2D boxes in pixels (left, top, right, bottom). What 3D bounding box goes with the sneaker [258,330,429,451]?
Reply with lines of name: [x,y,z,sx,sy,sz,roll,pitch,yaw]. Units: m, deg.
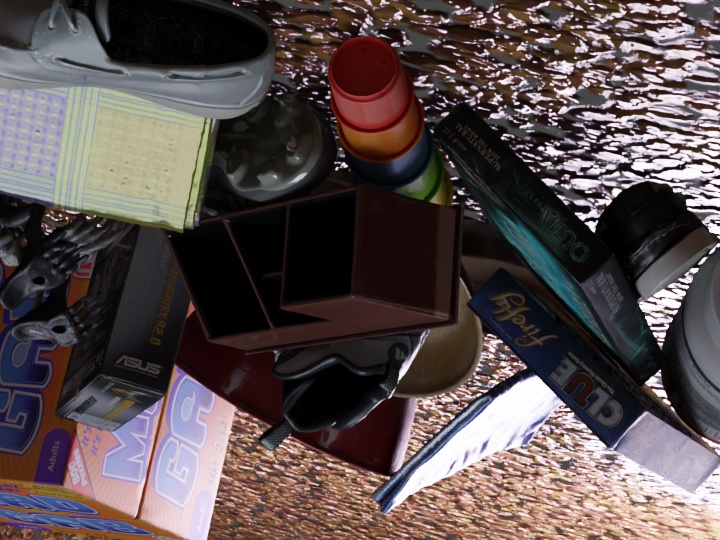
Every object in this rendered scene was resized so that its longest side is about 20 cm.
sneaker: [-0.041,0.056,1.531,0.078,0.140,0.200,39,148,-28]

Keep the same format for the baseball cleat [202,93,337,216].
baseball cleat: [-0.052,-0.061,1.472,0.106,0.070,0.200,31,168,-30]

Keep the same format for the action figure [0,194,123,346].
action figure: [-0.212,-0.042,1.576,0.102,0.200,0.119,-24,135,-3]

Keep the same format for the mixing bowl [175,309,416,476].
mixing bowl: [-0.032,0.056,1.752,0.200,0.108,0.200,29,-175,-3]

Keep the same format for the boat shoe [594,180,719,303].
boat shoe: [0.173,-0.018,1.468,0.060,0.074,0.200,52,-174,6]

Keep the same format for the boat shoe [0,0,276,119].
boat shoe: [-0.141,-0.134,1.293,0.201,0.070,0.072,11,155,-10]

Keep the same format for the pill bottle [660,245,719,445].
pill bottle: [0.254,0.039,1.511,0.114,0.114,0.200,11,165,3]

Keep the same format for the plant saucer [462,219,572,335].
plant saucer: [0.093,0.004,1.662,0.200,0.037,0.200,11,166,3]

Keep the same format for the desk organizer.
desk organizer: [-0.034,0.001,1.424,0.077,0.072,0.200,13,165,-38]

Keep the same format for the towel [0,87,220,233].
towel: [-0.176,-0.096,1.400,0.200,0.023,0.144,11,130,-3]

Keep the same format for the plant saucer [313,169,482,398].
plant saucer: [0.000,0.000,1.594,0.200,0.035,0.200,23,143,19]

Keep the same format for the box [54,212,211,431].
box: [-0.157,0.021,1.685,0.048,0.158,0.200,18,164,-13]

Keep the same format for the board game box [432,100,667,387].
board game box: [0.116,-0.012,1.441,0.135,0.028,0.200,47,178,26]

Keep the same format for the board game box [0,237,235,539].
board game box: [-0.238,0.098,1.949,0.200,0.200,0.200,2,162,32]

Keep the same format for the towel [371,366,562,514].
towel: [0.106,0.107,1.749,0.200,0.024,0.145,-22,159,-53]

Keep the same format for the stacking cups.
stacking cups: [0.012,-0.074,1.384,0.060,0.061,0.200,9,165,12]

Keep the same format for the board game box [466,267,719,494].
board game box: [0.156,0.075,1.566,0.135,0.035,0.200,45,-174,26]
